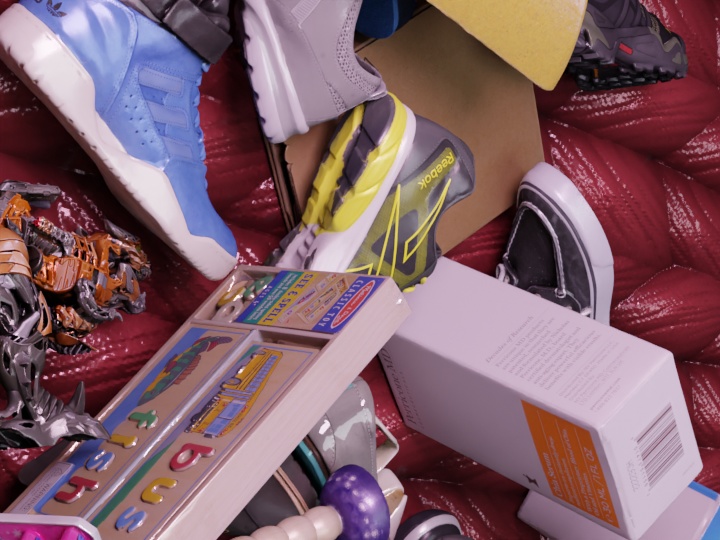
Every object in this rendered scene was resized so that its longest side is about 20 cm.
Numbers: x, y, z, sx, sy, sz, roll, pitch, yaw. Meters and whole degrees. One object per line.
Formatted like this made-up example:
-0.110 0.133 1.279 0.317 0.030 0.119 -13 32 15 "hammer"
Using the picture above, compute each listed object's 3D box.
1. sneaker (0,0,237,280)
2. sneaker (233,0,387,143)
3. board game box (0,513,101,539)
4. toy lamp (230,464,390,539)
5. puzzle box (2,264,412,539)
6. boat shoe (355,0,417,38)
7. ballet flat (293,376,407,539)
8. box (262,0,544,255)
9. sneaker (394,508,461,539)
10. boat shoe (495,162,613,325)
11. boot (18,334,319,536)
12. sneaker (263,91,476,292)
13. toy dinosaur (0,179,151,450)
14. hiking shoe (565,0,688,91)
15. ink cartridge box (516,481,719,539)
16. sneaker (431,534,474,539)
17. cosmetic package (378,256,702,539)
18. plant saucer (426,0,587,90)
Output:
-0.095 -0.090 1.016 0.111 0.077 0.200 -45 127 -9 "sneaker"
-0.034 -0.169 1.029 0.081 0.075 0.201 -15 125 -6 "sneaker"
-0.196 0.201 0.959 0.026 0.198 0.201 -64 147 -51 "board game box"
-0.073 0.157 1.036 0.199 0.058 0.059 -17 118 -36 "toy lamp"
-0.078 0.074 0.978 0.200 0.132 0.026 -48 121 -27 "puzzle box"
-0.004 -0.221 1.052 0.069 0.084 0.201 -47 136 -32 "boat shoe"
0.000 0.134 1.184 0.063 0.067 0.201 -34 144 -16 "ballet flat"
0.031 -0.078 1.187 0.199 0.021 0.165 -35 128 -30 "box"
0.056 0.258 1.307 0.071 0.082 0.202 -13 115 -41 "sneaker"
0.117 0.017 1.274 0.068 0.074 0.200 -35 147 -20 "boat shoe"
-0.103 0.137 1.121 0.138 0.077 0.201 -36 125 -16 "boot"
0.000 0.000 1.111 0.084 0.075 0.201 19 115 -24 "sneaker"
-0.188 0.023 0.981 0.198 0.102 0.137 -4 86 -29 "toy dinosaur"
0.153 -0.170 1.228 0.199 0.075 0.102 3 82 -62 "hiking shoe"
0.229 0.204 1.411 0.200 0.144 0.085 37 81 -46 "ink cartridge box"
0.021 0.239 1.226 0.201 0.060 0.104 -54 166 13 "sneaker"
0.103 0.074 1.192 0.071 0.199 0.102 -41 131 -24 "cosmetic package"
0.062 -0.225 1.054 0.199 0.048 0.202 28 50 -49 "plant saucer"
